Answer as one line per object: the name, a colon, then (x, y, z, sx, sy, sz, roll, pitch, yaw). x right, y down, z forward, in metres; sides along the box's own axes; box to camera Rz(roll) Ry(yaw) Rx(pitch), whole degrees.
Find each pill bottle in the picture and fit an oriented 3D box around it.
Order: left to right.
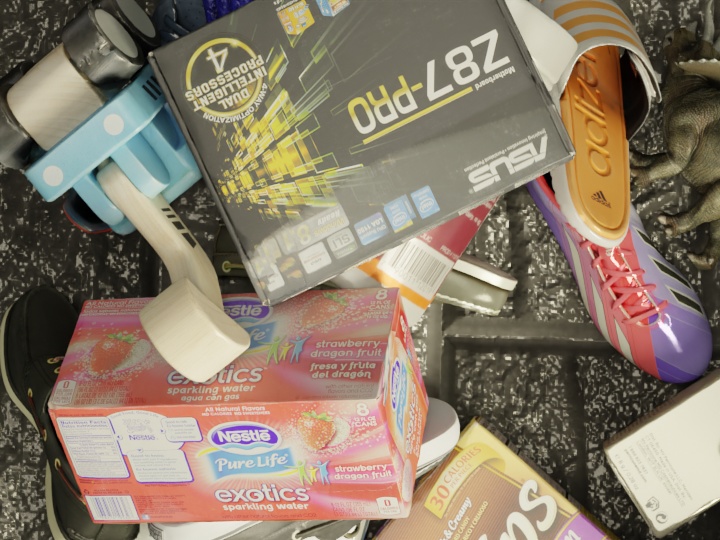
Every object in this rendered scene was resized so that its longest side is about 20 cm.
pill bottle: (0.038, -0.078, 1.364, 0.114, 0.114, 0.201, 33, 91, 5)

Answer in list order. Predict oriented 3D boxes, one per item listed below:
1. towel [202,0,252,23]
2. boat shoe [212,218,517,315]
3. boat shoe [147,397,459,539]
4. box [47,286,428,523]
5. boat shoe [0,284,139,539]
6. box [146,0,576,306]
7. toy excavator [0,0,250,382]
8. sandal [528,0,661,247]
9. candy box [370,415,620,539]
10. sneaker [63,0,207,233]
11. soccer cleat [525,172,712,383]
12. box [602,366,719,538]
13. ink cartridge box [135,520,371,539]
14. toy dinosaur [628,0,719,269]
towel: (0.002, -0.156, 1.410, 0.199, 0.049, 0.149, -18, 105, -26)
boat shoe: (0.001, 0.000, 1.459, 0.200, 0.072, 0.061, 16, 91, 12)
boat shoe: (-0.030, 0.139, 1.378, 0.199, 0.070, 0.067, -22, 121, -10)
box: (-0.069, 0.079, 1.323, 0.198, 0.095, 0.103, -3, 132, 15)
boat shoe: (-0.178, 0.086, 1.440, 0.073, 0.063, 0.202, 3, 48, -30)
box: (0.001, -0.093, 1.288, 0.199, 0.049, 0.162, -25, 88, 3)
toy excavator: (-0.127, -0.048, 1.311, 0.100, 0.195, 0.200, -38, 100, 15)
sandal: (0.155, -0.109, 1.401, 0.059, 0.079, 0.208, -35, 45, 37)
candy box: (0.112, 0.203, 1.455, 0.200, 0.056, 0.117, 41, 94, 5)
sneaker: (-0.130, -0.103, 1.427, 0.075, 0.084, 0.201, 33, 119, 13)
soccer cleat: (0.159, -0.015, 1.439, 0.066, 0.076, 0.201, -30, 86, 7)
box: (0.252, 0.086, 1.429, 0.199, 0.082, 0.069, -33, 86, 6)
ink cartridge box: (-0.062, 0.136, 1.456, 0.144, 0.088, 0.202, 16, 90, 5)
toy dinosaur: (0.232, -0.063, 1.434, 0.102, 0.077, 0.201, -32, 84, 14)
